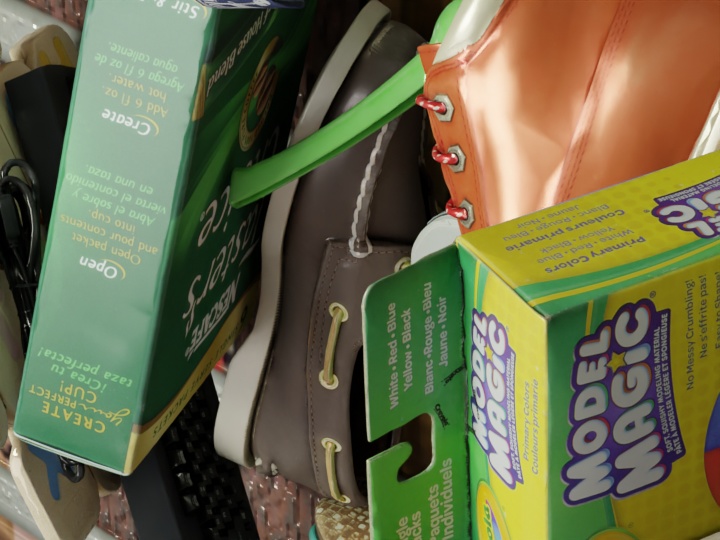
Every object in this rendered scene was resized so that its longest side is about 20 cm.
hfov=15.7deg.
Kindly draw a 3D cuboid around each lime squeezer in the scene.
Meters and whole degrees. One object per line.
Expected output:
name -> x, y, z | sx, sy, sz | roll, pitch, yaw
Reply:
lime squeezer -> 0.059, -0.048, 0.765 | 0.199, 0.071, 0.038 | 5, 160, 14

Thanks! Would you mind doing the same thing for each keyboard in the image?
keyboard -> -0.083, 0.024, 0.903 | 0.021, 0.127, 0.201 | -21, 83, 24

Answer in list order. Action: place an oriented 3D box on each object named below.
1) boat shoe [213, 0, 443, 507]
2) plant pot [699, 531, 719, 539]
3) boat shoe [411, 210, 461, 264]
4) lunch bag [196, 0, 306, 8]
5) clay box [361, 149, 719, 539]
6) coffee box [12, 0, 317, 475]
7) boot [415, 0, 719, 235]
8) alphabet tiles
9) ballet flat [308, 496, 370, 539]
boat shoe -> 0.000, 0.000, 0.866 | 0.059, 0.072, 0.201 | 27, 132, 12
plant pot -> 0.181, 0.164, 0.624 | 0.200, 0.199, 0.178 | 34, 138, 56
boat shoe -> 0.070, 0.066, 0.835 | 0.071, 0.064, 0.201 | 15, 121, 47
lunch bag -> 0.045, -0.130, 0.614 | 0.160, 0.200, 0.083 | 4, 119, 45
clay box -> 0.097, 0.028, 0.669 | 0.048, 0.199, 0.115 | 42, 144, 48
coffee box -> -0.053, -0.050, 0.811 | 0.044, 0.123, 0.201 | 18, 117, 9
boot -> 0.052, -0.014, 0.729 | 0.107, 0.075, 0.201 | 27, 100, 13
alphabet tiles -> -0.120, -0.011, 0.894 | 0.015, 0.200, 0.196 | -18, 107, 22
ballet flat -> 0.067, 0.139, 0.908 | 0.200, 0.070, 0.065 | 46, 114, 9
